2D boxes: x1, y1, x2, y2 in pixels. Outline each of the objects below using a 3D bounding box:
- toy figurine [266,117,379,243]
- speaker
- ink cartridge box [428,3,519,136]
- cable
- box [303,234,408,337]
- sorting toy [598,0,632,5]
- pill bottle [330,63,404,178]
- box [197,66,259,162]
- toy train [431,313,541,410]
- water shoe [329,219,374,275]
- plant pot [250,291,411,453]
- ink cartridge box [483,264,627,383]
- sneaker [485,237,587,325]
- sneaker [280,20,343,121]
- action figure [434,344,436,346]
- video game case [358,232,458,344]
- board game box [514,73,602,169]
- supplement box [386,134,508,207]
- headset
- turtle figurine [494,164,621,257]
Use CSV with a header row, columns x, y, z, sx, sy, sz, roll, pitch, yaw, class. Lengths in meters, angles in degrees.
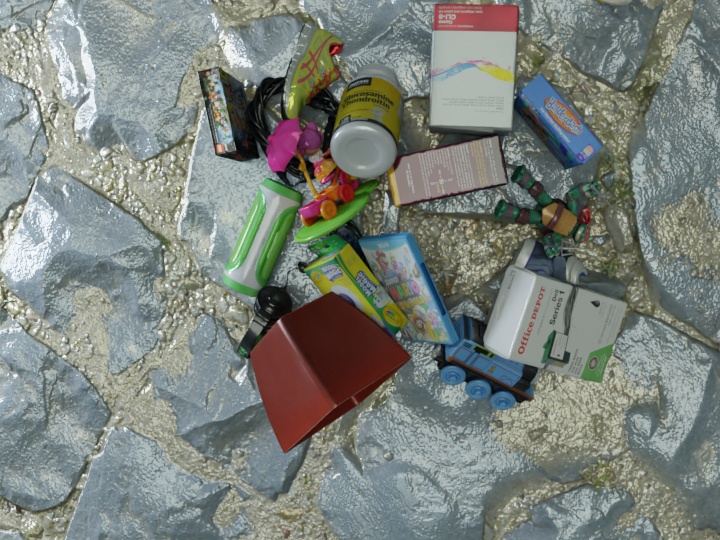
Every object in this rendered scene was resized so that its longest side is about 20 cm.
x,y,z,sx,sy,sz,roll,pitch,yaw,class
-0.076,-0.178,1.539,0.149,0.200,0.185,-13,113,47,toy figurine
-0.174,-0.058,1.620,0.087,0.088,0.202,24,96,3,speaker
0.189,-0.332,1.536,0.142,0.145,0.203,3,94,6,ink cartridge box
-0.110,-0.261,1.616,0.162,0.051,0.202,-29,90,2,cable
-0.016,0.032,1.575,0.048,0.117,0.201,-43,102,-30,box
0.427,-0.568,1.526,0.200,0.107,0.180,44,89,2,sorting toy
0.016,-0.258,1.530,0.110,0.202,0.113,5,136,5,pill bottle
-0.222,-0.261,1.554,0.037,0.200,0.139,-11,92,5,box
0.221,0.163,1.566,0.198,0.087,0.115,27,127,-15,toy train
0.000,0.000,1.610,0.071,0.079,0.201,-32,90,7,water shoe
-0.070,0.158,1.548,0.177,0.199,0.200,54,137,10,plant pot
0.320,0.089,1.498,0.198,0.084,0.148,15,96,-26,ink cartridge box
0.313,0.057,1.583,0.145,0.081,0.202,25,97,2,sneaker
-0.082,-0.337,1.575,0.089,0.078,0.203,18,72,-4,sneaker
0.106,0.038,1.617,0.065,0.099,0.201,-29,113,4,action figure
0.079,0.032,1.529,0.018,0.142,0.202,-33,106,-28,video game case
0.320,-0.241,1.502,0.045,0.200,0.152,-40,90,6,board game box
0.149,-0.170,1.569,0.197,0.110,0.087,-11,93,6,supplement box
-0.143,0.074,1.614,0.093,0.124,0.201,31,76,2,headset
0.333,-0.090,1.545,0.198,0.101,0.151,26,77,-8,turtle figurine
